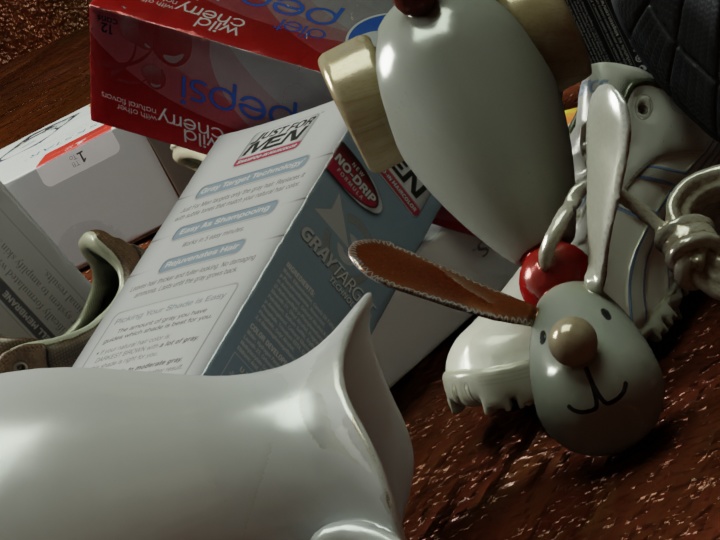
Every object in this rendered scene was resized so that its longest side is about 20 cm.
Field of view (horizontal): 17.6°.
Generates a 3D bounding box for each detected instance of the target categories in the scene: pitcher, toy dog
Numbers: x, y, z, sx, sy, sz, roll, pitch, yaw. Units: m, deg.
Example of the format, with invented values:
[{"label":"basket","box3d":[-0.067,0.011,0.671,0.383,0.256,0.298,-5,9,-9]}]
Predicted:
[{"label":"pitcher","box3d":[-0.074,0.096,0.722,0.199,0.122,0.172,-16,28,-1]},{"label":"toy dog","box3d":[0.048,-0.042,0.791,0.132,0.096,0.200,-44,52,-5]}]

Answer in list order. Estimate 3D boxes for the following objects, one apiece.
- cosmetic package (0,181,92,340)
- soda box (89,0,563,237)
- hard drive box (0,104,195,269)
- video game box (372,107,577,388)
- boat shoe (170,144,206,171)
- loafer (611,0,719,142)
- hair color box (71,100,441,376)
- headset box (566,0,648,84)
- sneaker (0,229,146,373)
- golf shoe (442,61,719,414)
[{"label":"cosmetic package","box3d":[-0.229,0.047,1.090,0.200,0.123,0.199,-43,15,-8]},{"label":"soda box","box3d":[-0.016,-0.080,1.004,0.199,0.064,0.070,17,42,15]},{"label":"hard drive box","box3d":[-0.191,-0.062,1.630,0.155,0.077,0.200,-26,13,9]},{"label":"video game box","box3d":[0.000,0.000,1.071,0.181,0.047,0.200,-10,21,45]},{"label":"boat shoe","box3d":[-0.042,-0.052,1.112,0.063,0.071,0.200,-60,28,6]},{"label":"loafer","box3d":[0.169,-0.067,0.806,0.063,0.072,0.200,-23,45,-28]},{"label":"hair color box","box3d":[-0.051,0.024,0.916,0.099,0.061,0.201,-14,37,44]},{"label":"headset box","box3d":[0.146,-0.131,1.049,0.075,0.149,0.200,-21,15,23]},{"label":"sneaker","box3d":[-0.143,0.069,0.952,0.200,0.076,0.070,-51,19,-29]},{"label":"golf shoe","box3d":[0.090,-0.025,0.868,0.200,0.098,0.078,-38,19,-34]}]
